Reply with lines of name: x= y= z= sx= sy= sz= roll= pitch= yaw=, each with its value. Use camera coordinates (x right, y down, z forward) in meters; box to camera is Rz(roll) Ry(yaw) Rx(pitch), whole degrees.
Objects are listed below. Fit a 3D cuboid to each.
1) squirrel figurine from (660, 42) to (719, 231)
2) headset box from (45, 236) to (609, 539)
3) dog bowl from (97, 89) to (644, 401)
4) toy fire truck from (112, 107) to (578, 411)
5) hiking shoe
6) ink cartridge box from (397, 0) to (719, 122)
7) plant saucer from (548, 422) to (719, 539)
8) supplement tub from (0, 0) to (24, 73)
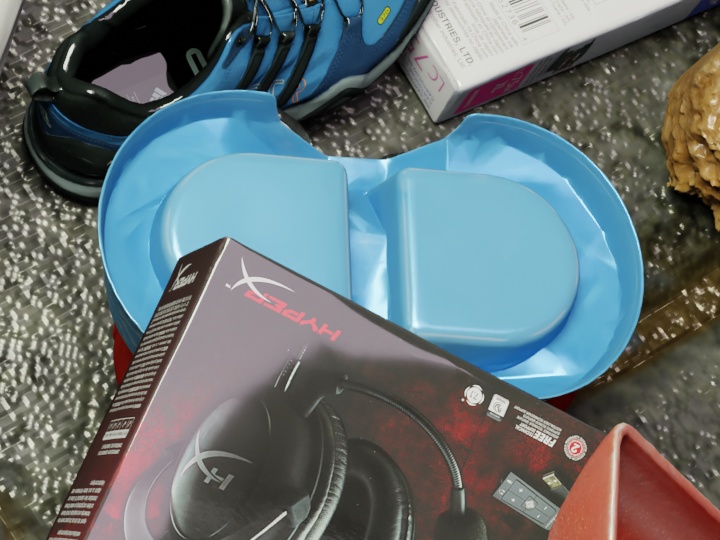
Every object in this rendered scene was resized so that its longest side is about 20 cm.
squirrel figurine: x=0.241 y=-0.050 z=1.102 sx=0.200 sy=0.142 sz=0.187 roll=-43 pitch=93 yaw=-16
headset box: x=-0.029 y=0.113 z=0.813 sx=0.148 sy=0.077 sz=0.201 roll=28 pitch=77 yaw=-11
dog bowl: x=0.000 y=0.000 z=0.912 sx=0.199 sy=0.050 sz=0.112 roll=5 pitch=65 yaw=-15
toy fire truck: x=-0.015 y=0.066 z=0.964 sx=0.175 sy=0.129 sz=0.201 roll=18 pitch=51 yaw=-9
hiking shoe: x=-0.043 y=-0.096 z=1.024 sx=0.200 sy=0.087 sz=0.075 roll=-34 pitch=80 yaw=-18
ink cartridge box: x=0.089 y=-0.154 z=1.138 sx=0.199 sy=0.042 sz=0.120 roll=-25 pitch=75 yaw=-23
plant saucer: x=0.105 y=0.178 z=0.801 sx=0.200 sy=0.037 sz=0.201 roll=42 pitch=46 yaw=-47
supplement tub: x=-0.228 y=-0.118 z=0.958 sx=0.199 sy=0.140 sz=0.141 roll=20 pitch=60 yaw=-8
